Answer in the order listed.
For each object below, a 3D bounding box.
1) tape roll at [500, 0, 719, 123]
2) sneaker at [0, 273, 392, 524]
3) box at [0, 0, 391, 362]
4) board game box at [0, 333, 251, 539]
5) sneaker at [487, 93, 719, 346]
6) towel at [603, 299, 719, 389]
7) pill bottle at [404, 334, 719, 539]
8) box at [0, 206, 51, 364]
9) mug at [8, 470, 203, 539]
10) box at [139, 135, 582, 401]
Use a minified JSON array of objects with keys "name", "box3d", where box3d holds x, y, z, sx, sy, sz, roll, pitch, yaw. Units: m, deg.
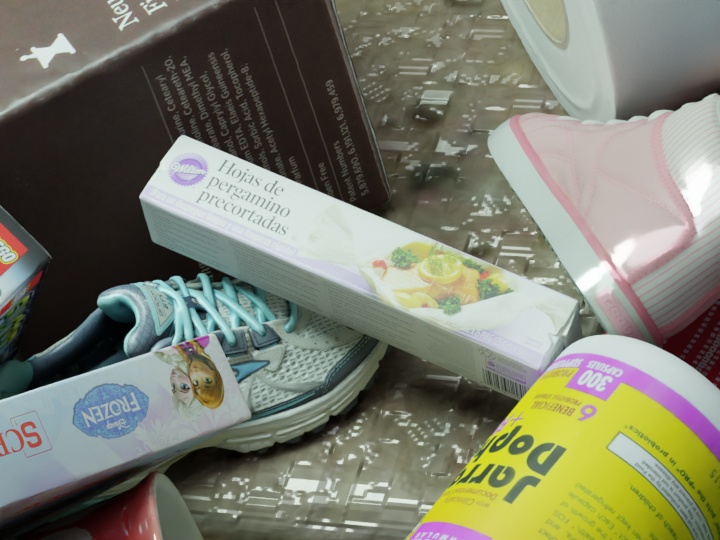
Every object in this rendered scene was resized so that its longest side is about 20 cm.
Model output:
[{"name":"tape roll","box3d":[0.104,-0.164,1.338,0.071,0.203,0.203,-23,46,-6]},{"name":"sneaker","box3d":[-0.073,0.039,1.280,0.200,0.086,0.078,-28,47,-11]},{"name":"box","box3d":[-0.120,-0.087,1.356,0.200,0.164,0.166,-29,47,-11]},{"name":"board game box","box3d":[-0.177,0.097,1.149,0.199,0.041,0.200,-28,-6,36]},{"name":"sneaker","box3d":[0.126,-0.037,1.263,0.105,0.075,0.200,-37,23,5]},{"name":"towel","box3d":[0.210,0.029,1.252,0.200,0.022,0.145,18,56,29]},{"name":"pill bottle","box3d":[0.068,0.126,1.145,0.104,0.104,0.200,23,58,32]},{"name":"box","box3d":[-0.185,0.041,1.193,0.035,0.200,0.110,45,74,1]},{"name":"mug","box3d":[-0.157,0.162,1.136,0.200,0.178,0.134,-20,49,4]},{"name":"box","box3d":[0.000,0.000,1.246,0.200,0.041,0.039,23,63,20]}]
